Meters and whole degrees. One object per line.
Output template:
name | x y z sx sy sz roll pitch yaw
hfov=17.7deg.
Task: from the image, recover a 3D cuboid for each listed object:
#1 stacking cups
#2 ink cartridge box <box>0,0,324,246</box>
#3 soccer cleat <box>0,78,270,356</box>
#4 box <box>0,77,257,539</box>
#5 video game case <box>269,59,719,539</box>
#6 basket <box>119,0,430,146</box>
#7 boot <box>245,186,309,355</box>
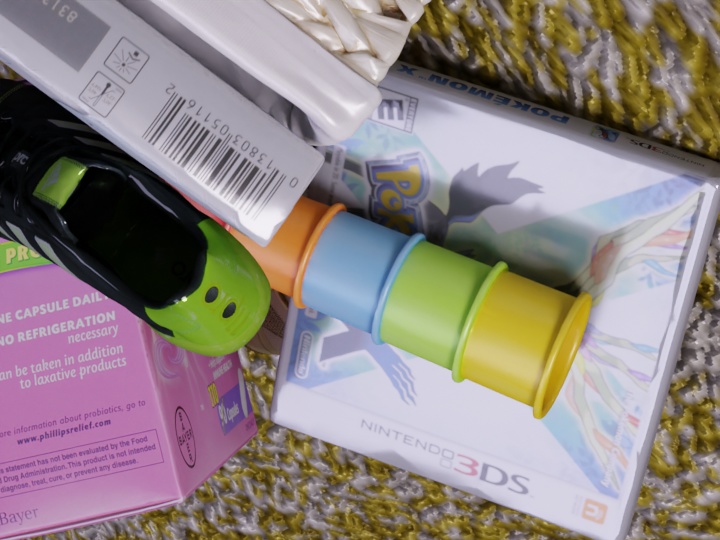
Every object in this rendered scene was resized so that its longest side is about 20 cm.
stacking cups | 0.000 0.000 1.021 0.199 0.061 0.061 23 147 11
ink cartridge box | -0.110 -0.082 0.960 0.160 0.047 0.200 36 176 -16
soccer cleat | -0.120 -0.034 0.949 0.200 0.068 0.081 32 172 25
box | -0.131 0.008 1.106 0.096 0.176 0.201 -13 93 9
video game case | 0.057 0.014 1.054 0.182 0.022 0.201 19 121 13
basket | -0.058 -0.154 0.892 0.200 0.124 0.136 35 177 -9
boot | -0.006 -0.030 1.113 0.155 0.073 0.200 10 132 31
